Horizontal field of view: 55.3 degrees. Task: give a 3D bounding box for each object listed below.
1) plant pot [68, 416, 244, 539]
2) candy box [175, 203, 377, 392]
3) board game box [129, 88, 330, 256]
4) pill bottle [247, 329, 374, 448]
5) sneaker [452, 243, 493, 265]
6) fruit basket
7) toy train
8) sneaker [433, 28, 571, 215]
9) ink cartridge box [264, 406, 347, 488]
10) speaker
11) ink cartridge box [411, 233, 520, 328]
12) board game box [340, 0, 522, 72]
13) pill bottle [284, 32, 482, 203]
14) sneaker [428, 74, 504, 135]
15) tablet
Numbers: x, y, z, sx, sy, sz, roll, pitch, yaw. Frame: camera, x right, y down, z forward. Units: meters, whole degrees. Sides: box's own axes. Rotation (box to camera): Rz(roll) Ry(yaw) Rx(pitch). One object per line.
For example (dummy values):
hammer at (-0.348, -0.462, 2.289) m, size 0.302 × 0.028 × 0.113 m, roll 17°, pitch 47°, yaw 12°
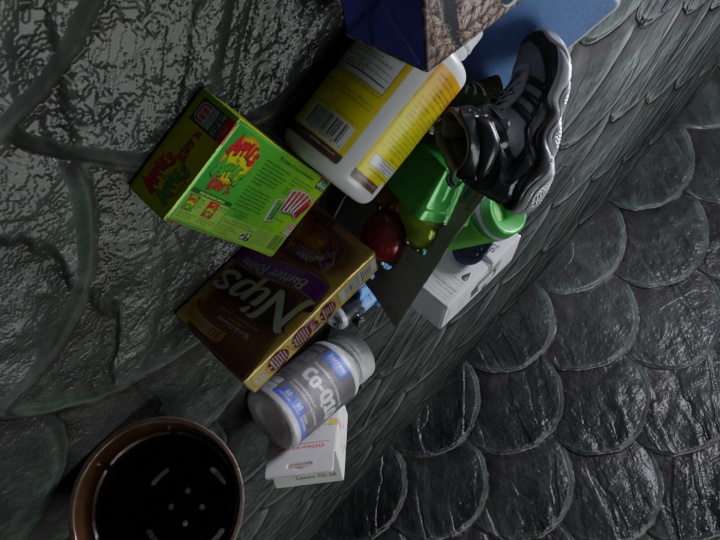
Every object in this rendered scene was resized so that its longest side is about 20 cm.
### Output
plant pot at (-0.241, 0.304, 0.883) m, size 0.200 × 0.200 × 0.198 m, roll -43°, pitch 168°, yaw -17°
candy box at (-0.090, 0.023, 0.768) m, size 0.200 × 0.117 × 0.056 m, roll -46°, pitch 160°, yaw -11°
board game box at (-0.109, -0.080, 0.635) m, size 0.102 × 0.048 × 0.200 m, roll -52°, pitch 161°, yaw 6°
pill bottle at (-0.075, 0.187, 1.124) m, size 0.200 × 0.114 × 0.114 m, roll -35°, pitch 157°, yaw -36°
sneaker at (0.193, -0.106, 1.130) m, size 0.082 × 0.074 × 0.200 m, roll 34°, pitch 65°, yaw -82°
fruit basket at (0.049, -0.067, 0.811) m, size 0.094 × 0.185 × 0.200 m, roll -2°, pitch 131°, yaw -36°
toy train at (0.000, 0.000, 0.929) m, size 0.200 × 0.114 × 0.087 m, roll -39°, pitch 158°, yaw -30°
sneaker at (0.141, -0.163, 0.689) m, size 0.075 × 0.114 × 0.200 m, roll 159°, pitch -57°, yaw -69°
ink cartridge box at (-0.087, 0.288, 1.136) m, size 0.200 × 0.116 × 0.068 m, roll -86°, pitch 165°, yaw -63°
speaker at (0.147, -0.074, 1.023) m, size 0.088 × 0.089 × 0.200 m, roll -37°, pitch -165°, yaw -32°
ink cartridge box at (0.152, -0.023, 1.179) m, size 0.200 × 0.145 × 0.084 m, roll -41°, pitch 158°, yaw -24°
board game box at (0.079, -0.285, 0.540) m, size 0.200 × 0.097 × 0.160 m, roll -42°, pitch 148°, yaw -22°
pill bottle at (0.025, -0.172, 0.663) m, size 0.200 × 0.109 × 0.109 m, roll -51°, pitch 161°, yaw 5°
sneaker at (0.119, -0.185, 0.767) m, size 0.090 × 0.200 × 0.067 m, roll -54°, pitch -157°, yaw 24°
tablet at (0.159, -0.253, 0.735) m, size 0.130 × 0.014 × 0.200 m, roll 25°, pitch 134°, yaw -31°
